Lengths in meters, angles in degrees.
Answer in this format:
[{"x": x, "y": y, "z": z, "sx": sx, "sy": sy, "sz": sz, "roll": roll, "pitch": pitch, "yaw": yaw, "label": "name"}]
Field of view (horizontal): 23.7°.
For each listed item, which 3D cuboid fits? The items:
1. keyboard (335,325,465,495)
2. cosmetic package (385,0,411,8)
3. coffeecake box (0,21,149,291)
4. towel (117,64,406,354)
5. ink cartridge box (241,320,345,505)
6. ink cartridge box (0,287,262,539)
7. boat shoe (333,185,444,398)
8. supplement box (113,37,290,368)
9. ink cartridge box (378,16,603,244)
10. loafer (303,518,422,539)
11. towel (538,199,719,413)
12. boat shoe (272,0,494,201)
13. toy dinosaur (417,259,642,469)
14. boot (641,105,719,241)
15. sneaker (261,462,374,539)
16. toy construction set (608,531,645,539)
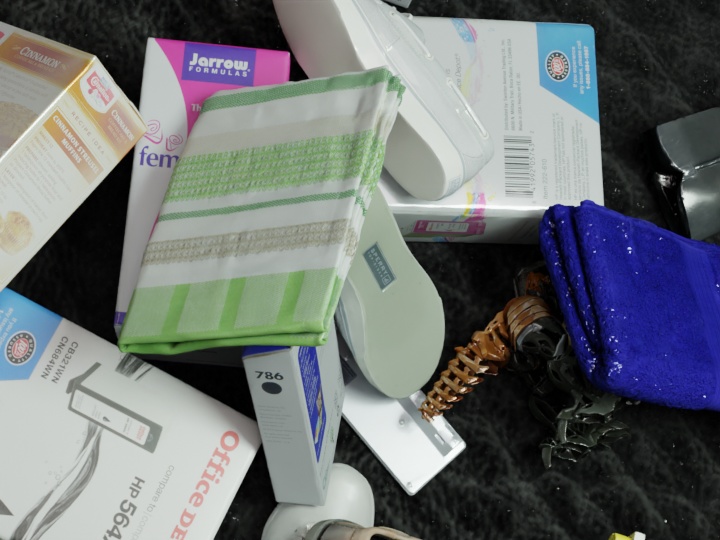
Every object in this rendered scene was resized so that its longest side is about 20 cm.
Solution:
[{"x": -0.009, "y": 0.065, "z": 1.215, "sx": 0.056, "sy": 0.011, "sz": 0.200, "roll": -40, "pitch": 87, "yaw": -12, "label": "keyboard"}, {"x": 0.052, "y": -0.295, "z": 1.211, "sx": 0.051, "sy": 0.200, "sz": 0.152, "roll": 17, "pitch": 73, "yaw": -6, "label": "cosmetic package"}, {"x": -0.261, "y": -0.062, "z": 1.116, "sx": 0.200, "sy": 0.153, "sz": 0.073, "roll": -50, "pitch": 134, "yaw": -17, "label": "coffeecake box"}, {"x": -0.058, "y": -0.035, "z": 1.044, "sx": 0.148, "sy": 0.031, "sz": 0.201, "roll": -6, "pitch": 51, "yaw": 29, "label": "towel"}, {"x": -0.042, "y": 0.055, "z": 1.099, "sx": 0.039, "sy": 0.201, "sz": 0.100, "roll": 4, "pitch": 49, "yaw": 9, "label": "ink cartridge box"}, {"x": -0.180, "y": 0.125, "z": 1.125, "sx": 0.199, "sy": 0.084, "sz": 0.147, "roll": 27, "pitch": 73, "yaw": -3, "label": "ink cartridge box"}, {"x": -0.001, "y": 0.000, "z": 1.159, "sx": 0.070, "sy": 0.071, "sz": 0.201, "roll": -36, "pitch": 131, "yaw": -16, "label": "boat shoe"}, {"x": -0.105, "y": -0.044, "z": 1.168, "sx": 0.100, "sy": 0.103, "sz": 0.201, "roll": 5, "pitch": 74, "yaw": -3, "label": "supplement box"}, {"x": 0.064, "y": -0.099, "z": 1.227, "sx": 0.199, "sy": 0.085, "sz": 0.146, "roll": 2, "pitch": 76, "yaw": -11, "label": "ink cartridge box"}, {"x": 0.054, "y": 0.214, "z": 1.126, "sx": 0.199, "sy": 0.063, "sz": 0.072, "roll": 27, "pitch": 62, "yaw": -30, "label": "loafer"}, {"x": 0.219, "y": 0.028, "z": 1.175, "sx": 0.199, "sy": 0.050, "sz": 0.148, "roll": 12, "pitch": 48, "yaw": -36, "label": "towel"}, {"x": 0.017, "y": -0.142, "z": 1.154, "sx": 0.068, "sy": 0.072, "sz": 0.200, "roll": -32, "pitch": 76, "yaw": -36, "label": "boat shoe"}, {"x": 0.135, "y": 0.061, "z": 1.217, "sx": 0.199, "sy": 0.102, "sz": 0.136, "roll": -32, "pitch": 69, "yaw": 1, "label": "toy dinosaur"}, {"x": 0.326, "y": -0.060, "z": 1.280, "sx": 0.199, "sy": 0.066, "sz": 0.166, "roll": -17, "pitch": 73, "yaw": -18, "label": "boot"}, {"x": -0.046, "y": 0.215, "z": 1.129, "sx": 0.075, "sy": 0.089, "sz": 0.201, "roll": 31, "pitch": 73, "yaw": -1, "label": "sneaker"}, {"x": 0.155, "y": 0.274, "z": 1.132, "sx": 0.092, "sy": 0.131, "sz": 0.201, "roll": 34, "pitch": 72, "yaw": -3, "label": "toy construction set"}]
